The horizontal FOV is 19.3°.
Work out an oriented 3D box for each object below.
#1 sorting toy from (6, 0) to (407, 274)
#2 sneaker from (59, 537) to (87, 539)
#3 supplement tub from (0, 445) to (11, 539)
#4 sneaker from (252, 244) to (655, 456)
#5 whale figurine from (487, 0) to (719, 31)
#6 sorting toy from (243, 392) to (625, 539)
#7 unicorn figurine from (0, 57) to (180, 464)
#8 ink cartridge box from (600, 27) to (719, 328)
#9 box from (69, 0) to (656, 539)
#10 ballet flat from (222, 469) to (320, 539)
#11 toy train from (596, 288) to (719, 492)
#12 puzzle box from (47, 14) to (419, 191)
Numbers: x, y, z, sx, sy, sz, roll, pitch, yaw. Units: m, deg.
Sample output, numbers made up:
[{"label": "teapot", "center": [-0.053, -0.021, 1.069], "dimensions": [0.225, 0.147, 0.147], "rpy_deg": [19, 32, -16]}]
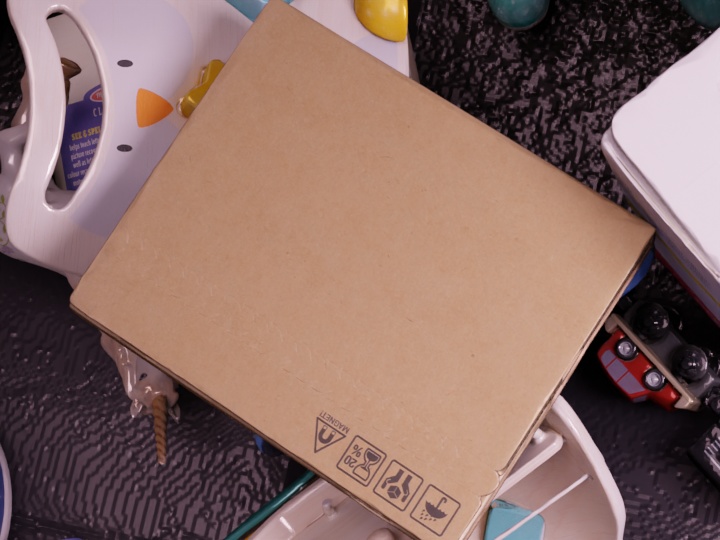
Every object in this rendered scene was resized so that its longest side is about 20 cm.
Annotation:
[{"label": "sorting toy", "center": [-0.075, -0.068, 0.975], "dimensions": [0.179, 0.107, 0.202], "rpy_deg": [1, 84, -20]}, {"label": "sneaker", "center": [-0.115, 0.210, 0.990], "dimensions": [0.080, 0.115, 0.200], "rpy_deg": [-37, 70, 4]}, {"label": "supplement tub", "center": [-0.268, 0.104, 1.012], "dimensions": [0.143, 0.200, 0.146], "rpy_deg": [-4, 76, 15]}, {"label": "sneaker", "center": [0.039, 0.033, 0.934], "dimensions": [0.199, 0.066, 0.079], "rpy_deg": [-17, 55, 18]}, {"label": "whale figurine", "center": [0.107, -0.192, 1.026], "dimensions": [0.199, 0.104, 0.160], "rpy_deg": [30, 86, 21]}, {"label": "sorting toy", "center": [0.043, 0.170, 0.948], "dimensions": [0.199, 0.107, 0.181], "rpy_deg": [-35, 106, -1]}, {"label": "unicorn figurine", "center": [-0.128, -0.017, 1.051], "dimensions": [0.199, 0.074, 0.138], "rpy_deg": [30, 107, 25]}, {"label": "ink cartridge box", "center": [0.194, -0.047, 0.917], "dimensions": [0.145, 0.200, 0.084], "rpy_deg": [-40, 70, 4]}, {"label": "box", "center": [0.000, 0.000, 0.893], "dimensions": [0.199, 0.021, 0.164], "rpy_deg": [32, 84, 14]}, {"label": "ballet flat", "center": [0.006, 0.105, 1.009], "dimensions": [0.200, 0.074, 0.074], "rpy_deg": [-44, 70, 6]}, {"label": "toy train", "center": [0.138, 0.041, 1.003], "dimensions": [0.046, 0.034, 0.200], "rpy_deg": [-46, 70, 15]}, {"label": "puzzle box", "center": [-0.069, -0.091, 1.094], "dimensions": [0.198, 0.025, 0.134], "rpy_deg": [-15, 75, 12]}]
